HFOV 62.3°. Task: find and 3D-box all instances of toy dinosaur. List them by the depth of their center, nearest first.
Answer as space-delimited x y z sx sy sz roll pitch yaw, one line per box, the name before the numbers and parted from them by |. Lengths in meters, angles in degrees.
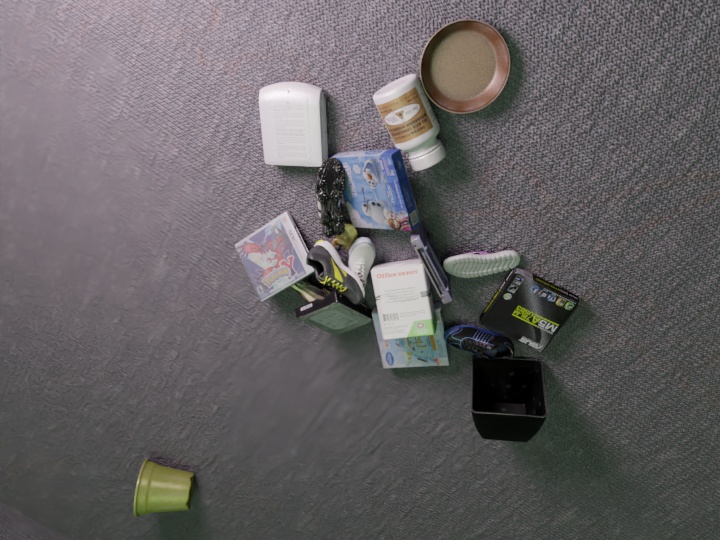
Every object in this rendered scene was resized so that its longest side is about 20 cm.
toy dinosaur | -0.051 -0.084 1.607 0.101 0.058 0.200 -16 116 18

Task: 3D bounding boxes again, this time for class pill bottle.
pill bottle | 0.120 -0.341 1.389 0.114 0.114 0.200 -20 114 21

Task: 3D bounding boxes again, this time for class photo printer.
photo printer | -0.164 -0.359 1.463 0.166 0.069 0.200 3 120 9

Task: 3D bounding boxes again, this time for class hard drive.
hard drive | -0.070 0.125 1.677 0.139 0.038 0.200 -23 151 23

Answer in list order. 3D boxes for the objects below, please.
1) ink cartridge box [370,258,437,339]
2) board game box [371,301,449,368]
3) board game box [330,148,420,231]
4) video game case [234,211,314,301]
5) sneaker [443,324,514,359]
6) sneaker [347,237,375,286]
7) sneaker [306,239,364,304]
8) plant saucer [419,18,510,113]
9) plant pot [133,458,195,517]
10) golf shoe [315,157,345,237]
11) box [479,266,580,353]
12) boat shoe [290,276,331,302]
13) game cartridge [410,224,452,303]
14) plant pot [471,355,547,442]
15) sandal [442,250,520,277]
ink cartridge box | 0.120 0.076 1.621 0.145 0.084 0.201 -7 101 15
board game box | 0.148 0.191 1.734 0.199 0.041 0.200 -5 118 14
board game box | 0.036 -0.198 1.480 0.199 0.043 0.200 8 126 43
video game case | -0.236 -0.037 1.647 0.200 0.023 0.183 -29 84 25
sneaker | 0.334 0.205 1.667 0.199 0.078 0.070 6 116 -4
sneaker | 0.000 0.000 1.616 0.073 0.071 0.200 2 134 -9
sneaker | -0.072 0.018 1.569 0.200 0.085 0.074 50 140 -1
plant saucer | 0.232 -0.456 1.334 0.200 0.037 0.201 1 117 1
plant pot | -0.713 0.806 2.195 0.184 0.201 0.201 6 121 -5
golf shoe | -0.082 -0.188 1.512 0.078 0.095 0.201 -1 107 -12
box | 0.456 0.109 1.622 0.200 0.048 0.193 26 119 -3
boat shoe | -0.164 0.030 1.695 0.200 0.073 0.065 38 96 -3
game cartridge | 0.186 -0.026 1.549 0.038 0.130 0.200 -22 113 20
plant pot | 0.419 0.384 1.712 0.199 0.200 0.178 1 131 11
sandal | 0.317 -0.025 1.575 0.202 0.050 0.083 -3 135 -1
